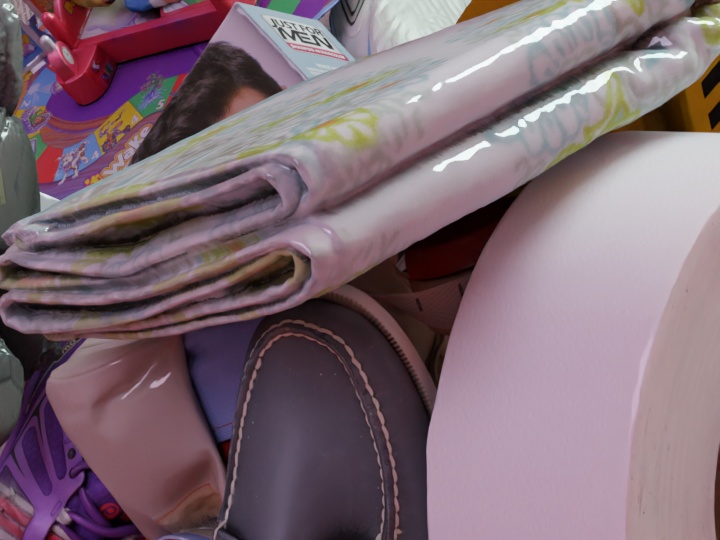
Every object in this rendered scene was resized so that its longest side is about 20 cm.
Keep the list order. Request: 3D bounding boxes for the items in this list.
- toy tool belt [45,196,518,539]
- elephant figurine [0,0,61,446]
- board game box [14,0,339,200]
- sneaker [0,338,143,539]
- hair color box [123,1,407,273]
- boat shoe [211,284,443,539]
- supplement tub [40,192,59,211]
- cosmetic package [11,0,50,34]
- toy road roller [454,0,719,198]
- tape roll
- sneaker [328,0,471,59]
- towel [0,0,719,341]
[{"bbox_3d":[-0.003,0.056,0.730,0.199,0.123,0.125,-16,13,34],"label":"toy tool belt"},{"bbox_3d":[-0.221,-0.002,0.804,0.199,0.142,0.155,4,43,25],"label":"elephant figurine"},{"bbox_3d":[-0.092,-0.118,0.928,0.200,0.039,0.158,-43,38,1],"label":"board game box"},{"bbox_3d":[-0.115,0.101,0.815,0.083,0.080,0.201,-3,68,55],"label":"sneaker"},{"bbox_3d":[0.000,0.000,0.825,0.200,0.061,0.099,48,114,27],"label":"hair color box"},{"bbox_3d":[-0.012,0.105,0.630,0.072,0.062,0.201,6,106,25],"label":"boat shoe"},{"bbox_3d":[-0.180,0.069,0.911,0.144,0.145,0.201,3,70,39],"label":"supplement tub"},{"bbox_3d":[-0.200,-0.078,1.074,0.199,0.073,0.104,-32,48,19],"label":"cosmetic package"},{"bbox_3d":[0.094,-0.101,0.773,0.146,0.201,0.123,-36,43,-16],"label":"toy road roller"},{"bbox_3d":[0.107,0.057,0.664,0.071,0.202,0.203,4,67,40],"label":"tape roll"},{"bbox_3d":[0.018,-0.134,0.944,0.072,0.072,0.201,-41,34,46],"label":"sneaker"},{"bbox_3d":[0.002,-0.036,0.670,0.200,0.048,0.171,-30,12,-37],"label":"towel"}]
